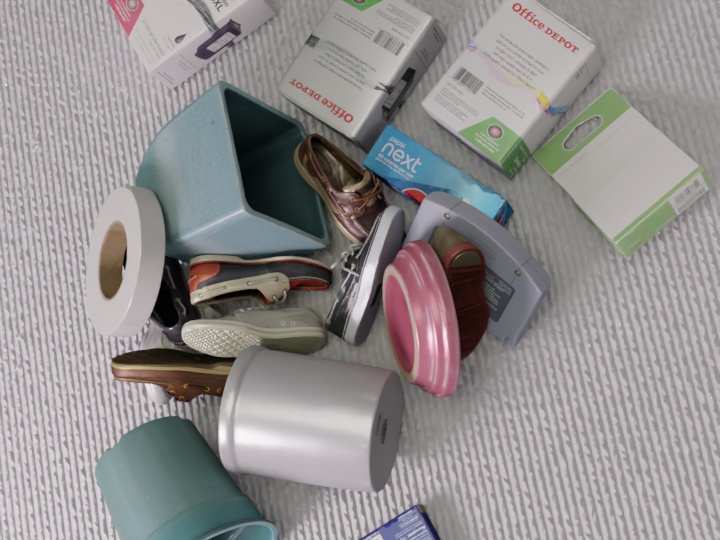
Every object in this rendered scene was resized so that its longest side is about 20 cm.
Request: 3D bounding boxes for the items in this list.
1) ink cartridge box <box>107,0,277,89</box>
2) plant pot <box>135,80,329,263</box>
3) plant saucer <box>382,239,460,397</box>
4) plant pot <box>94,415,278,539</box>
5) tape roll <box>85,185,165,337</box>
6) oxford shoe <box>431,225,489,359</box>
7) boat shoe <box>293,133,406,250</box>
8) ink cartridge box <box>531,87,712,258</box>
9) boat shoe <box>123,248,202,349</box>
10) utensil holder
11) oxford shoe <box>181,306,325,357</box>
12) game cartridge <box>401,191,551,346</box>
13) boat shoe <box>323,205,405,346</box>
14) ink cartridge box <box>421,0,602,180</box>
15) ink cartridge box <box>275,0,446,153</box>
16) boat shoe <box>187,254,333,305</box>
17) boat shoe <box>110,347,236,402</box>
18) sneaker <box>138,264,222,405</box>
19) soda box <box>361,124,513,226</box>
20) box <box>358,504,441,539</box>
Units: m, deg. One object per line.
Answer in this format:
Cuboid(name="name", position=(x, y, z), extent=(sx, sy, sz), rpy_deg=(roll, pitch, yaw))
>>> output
Cuboid(name="ink cartridge box", position=(-0.245, -0.387, 1.865), extent=(0.200, 0.084, 0.145), rpy_deg=(-34, 72, 8))
Cuboid(name="plant pot", position=(-0.190, -0.104, 1.734), extent=(0.199, 0.196, 0.197), rpy_deg=(-25, 66, 27))
Cuboid(name="plant saucer", position=(0.072, 0.064, 1.613), extent=(0.051, 0.201, 0.202), rpy_deg=(-9, 74, -12))
Cuboid(name="plant pot", position=(-0.242, 0.311, 1.670), extent=(0.200, 0.200, 0.196), rpy_deg=(-39, 63, 6))
Cuboid(name="tape roll", position=(-0.315, -0.012, 1.699), extent=(0.203, 0.037, 0.204), rpy_deg=(-22, 64, 55))
Cuboid(name="oxford shoe", position=(0.121, 0.031, 1.638), extent=(0.070, 0.201, 0.075), rpy_deg=(-13, 40, -20))
Cuboid(name="boat shoe", position=(-0.009, -0.104, 1.710), extent=(0.072, 0.072, 0.200), rpy_deg=(-40, 91, -22))
Cuboid(name="ink cartridge box", position=(0.336, -0.129, 1.656), extent=(0.145, 0.048, 0.200), rpy_deg=(-41, 47, 5))
Cuboid(name="boat shoe", position=(-0.278, 0.016, 1.737), extent=(0.073, 0.063, 0.200), rpy_deg=(-36, 63, 3))
Cuboid(name="utensil holder", position=(-0.060, 0.194, 1.646), extent=(0.199, 0.170, 0.171), rpy_deg=(7, 81, 15))
Cuboid(name="oxford shoe", position=(-0.144, 0.077, 1.711), extent=(0.199, 0.075, 0.058), rpy_deg=(0, 58, -22))
Cuboid(name="game cartridge", position=(0.149, -0.007, 1.645), extent=(0.200, 0.041, 0.133), rpy_deg=(40, 131, 16))
Cuboid(name="boat shoe", position=(0.001, 0.000, 1.695), extent=(0.068, 0.074, 0.200), rpy_deg=(26, 117, 19))
Cuboid(name="ink cartridge box", position=(0.203, -0.247, 1.698), extent=(0.145, 0.084, 0.200), rpy_deg=(40, 92, 22))
Cuboid(name="ink cartridge box", position=(0.000, -0.287, 1.769), extent=(0.146, 0.084, 0.200), rpy_deg=(35, 90, 20))
Cuboid(name="boat shoe", position=(-0.134, 0.018, 1.723), extent=(0.199, 0.071, 0.063), rpy_deg=(2, 66, -15))
Cuboid(name="boat shoe", position=(-0.237, 0.146, 1.718), extent=(0.199, 0.072, 0.068), rpy_deg=(4, 102, -21))
Cuboid(name="sneaker", position=(-0.249, 0.089, 1.771), extent=(0.099, 0.075, 0.201), rpy_deg=(7, 81, 19))
Cuboid(name="soda box", position=(0.104, -0.112, 1.712), extent=(0.200, 0.064, 0.068), rpy_deg=(35, 90, 21))
Cuboid(name="box", position=(0.073, 0.416, 1.627), extent=(0.121, 0.032, 0.201), rpy_deg=(-32, 70, 9))
